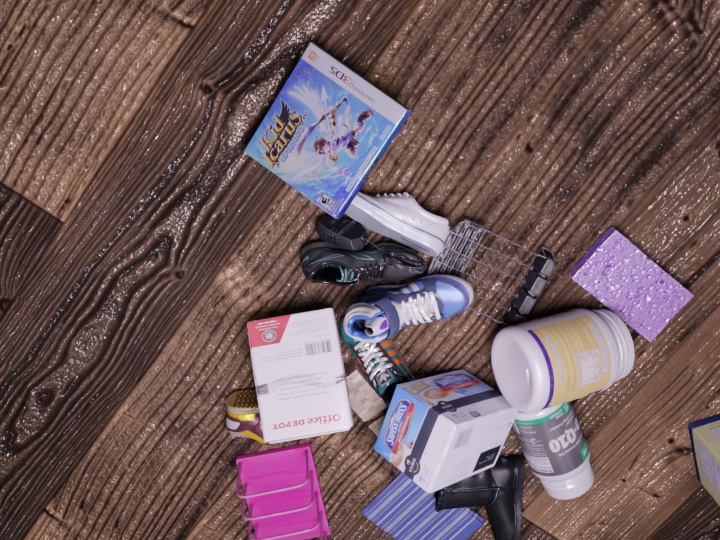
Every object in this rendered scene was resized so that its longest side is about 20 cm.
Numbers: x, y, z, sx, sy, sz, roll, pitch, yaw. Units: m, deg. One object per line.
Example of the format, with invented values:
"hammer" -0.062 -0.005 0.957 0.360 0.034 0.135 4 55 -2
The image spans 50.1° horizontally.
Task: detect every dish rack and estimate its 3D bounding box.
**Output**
"dish rack" 0.216 0.004 1.300 0.200 0.055 0.154 23 105 -9

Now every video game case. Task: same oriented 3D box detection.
"video game case" -0.052 -0.213 1.180 0.181 0.045 0.200 36 105 7

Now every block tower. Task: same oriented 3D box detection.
"block tower" 0.033 0.251 1.375 0.054 0.058 0.200 -37 106 10

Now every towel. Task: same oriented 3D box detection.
"towel" 0.121 0.471 1.480 0.200 0.024 0.145 39 105 -13

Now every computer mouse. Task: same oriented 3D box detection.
"computer mouse" 0.014 -0.037 1.237 0.200 0.059 0.034 27 129 20

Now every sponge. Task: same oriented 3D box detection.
"sponge" 0.469 0.026 1.333 0.200 0.030 0.112 36 104 -14

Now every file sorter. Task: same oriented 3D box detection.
"file sorter" -0.140 0.442 1.395 0.139 0.125 0.200 -11 110 0

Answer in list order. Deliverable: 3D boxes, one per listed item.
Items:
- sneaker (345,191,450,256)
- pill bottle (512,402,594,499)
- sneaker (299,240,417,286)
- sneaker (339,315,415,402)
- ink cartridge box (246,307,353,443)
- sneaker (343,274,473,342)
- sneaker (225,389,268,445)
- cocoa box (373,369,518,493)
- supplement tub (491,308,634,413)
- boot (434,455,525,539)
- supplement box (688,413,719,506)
"sneaker" 0.052 -0.095 1.254 0.200 0.073 0.071 27 74 -6
"pill bottle" 0.343 0.302 1.381 0.113 0.113 0.200 -24 110 5
"sneaker" 0.000 0.000 1.267 0.200 0.079 0.075 1 120 -4
"sneaker" 0.036 0.160 1.328 0.071 0.080 0.200 -36 108 10
"ink cartridge box" -0.099 0.174 1.283 0.147 0.083 0.200 -9 82 0
"sneaker" 0.070 0.072 1.233 0.200 0.146 0.081 -5 111 24
"sneaker" -0.137 0.263 1.366 0.200 0.075 0.090 4 118 2
"cocoa box" 0.146 0.263 1.297 0.200 0.131 0.134 -3 118 -49
"supplement tub" 0.336 0.145 1.286 0.200 0.145 0.146 -12 111 -21
"boot" 0.217 0.428 1.433 0.162 0.073 0.199 1 100 -10
"supplement box" 0.732 0.351 1.374 0.200 0.200 0.134 -18 110 3
